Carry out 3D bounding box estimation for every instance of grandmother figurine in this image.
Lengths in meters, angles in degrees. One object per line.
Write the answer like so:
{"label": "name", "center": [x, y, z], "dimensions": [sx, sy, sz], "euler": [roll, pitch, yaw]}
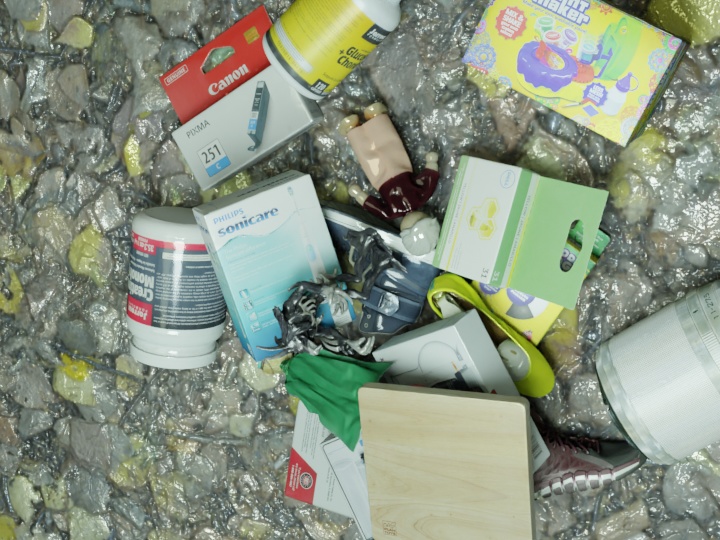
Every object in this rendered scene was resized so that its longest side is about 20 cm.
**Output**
{"label": "grandmother figurine", "center": [0.047, -0.112, 1.256], "dimensions": [0.120, 0.060, 0.202], "euler": [-27, 75, 14]}

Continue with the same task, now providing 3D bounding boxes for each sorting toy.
{"label": "sorting toy", "center": [0.108, 0.222, 1.147], "dimensions": [0.198, 0.070, 0.201], "euler": [3, 109, 26]}

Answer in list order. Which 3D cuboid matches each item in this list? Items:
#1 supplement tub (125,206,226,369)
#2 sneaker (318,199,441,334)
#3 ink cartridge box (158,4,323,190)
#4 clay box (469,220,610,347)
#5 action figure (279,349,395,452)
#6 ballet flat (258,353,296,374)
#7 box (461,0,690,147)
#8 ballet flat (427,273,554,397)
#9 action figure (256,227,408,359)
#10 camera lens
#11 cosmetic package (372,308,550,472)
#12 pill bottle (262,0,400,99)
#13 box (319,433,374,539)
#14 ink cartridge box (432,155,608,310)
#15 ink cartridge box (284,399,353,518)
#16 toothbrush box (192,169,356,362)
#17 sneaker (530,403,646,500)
{"label": "supplement tub", "center": [-0.253, 0.021, 1.379], "dimensions": [0.139, 0.140, 0.202], "euler": [11, 104, 19]}
{"label": "sneaker", "center": [0.000, 0.001, 1.310], "dimensions": [0.201, 0.077, 0.147], "euler": [26, 106, 14]}
{"label": "ink cartridge box", "center": [-0.174, -0.233, 1.351], "dimensions": [0.199, 0.045, 0.177], "euler": [-29, 90, 23]}
{"label": "clay box", "center": [0.211, 0.012, 1.246], "dimensions": [0.114, 0.048, 0.201], "euler": [36, 112, 11]}
{"label": "action figure", "center": [-0.040, 0.147, 1.271], "dimensions": [0.199, 0.055, 0.119], "euler": [19, 76, 47]}
{"label": "ballet flat", "center": [-0.104, 0.045, 1.364], "dimensions": [0.070, 0.071, 0.202], "euler": [8, 102, 19]}
{"label": "box", "center": [0.245, -0.244, 1.104], "dimensions": [0.199, 0.192, 0.123], "euler": [31, 110, 14]}
{"label": "ballet flat", "center": [0.155, 0.087, 1.221], "dimensions": [0.200, 0.067, 0.067], "euler": [46, 112, 6]}
{"label": "action figure", "center": [-0.031, 0.044, 1.199], "dimensions": [0.102, 0.119, 0.200], "euler": [34, 76, 35]}
{"label": "camera lens", "center": [0.383, 0.116, 1.138], "dimensions": [0.199, 0.160, 0.161], "euler": [-34, 87, 23]}
{"label": "cosmetic package", "center": [0.120, 0.161, 1.210], "dimensions": [0.150, 0.052, 0.201], "euler": [-23, 96, 49]}
{"label": "pill bottle", "center": [-0.021, -0.318, 1.237], "dimensions": [0.200, 0.112, 0.112], "euler": [-40, 85, 23]}
{"label": "box", "center": [0.045, 0.283, 1.266], "dimensions": [0.116, 0.060, 0.202], "euler": [-24, 91, 22]}
{"label": "ink cartridge box", "center": [0.185, -0.049, 1.185], "dimensions": [0.199, 0.048, 0.147], "euler": [21, 97, 49]}
{"label": "ink cartridge box", "center": [0.010, 0.258, 1.352], "dimensions": [0.198, 0.084, 0.146], "euler": [15, 105, 18]}
{"label": "toothbrush box", "center": [-0.109, -0.009, 1.265], "dimensions": [0.145, 0.085, 0.202], "euler": [-24, 108, -15]}
{"label": "sneaker", "center": [0.250, 0.215, 1.242], "dimensions": [0.198, 0.076, 0.117], "euler": [-17, 91, 6]}
